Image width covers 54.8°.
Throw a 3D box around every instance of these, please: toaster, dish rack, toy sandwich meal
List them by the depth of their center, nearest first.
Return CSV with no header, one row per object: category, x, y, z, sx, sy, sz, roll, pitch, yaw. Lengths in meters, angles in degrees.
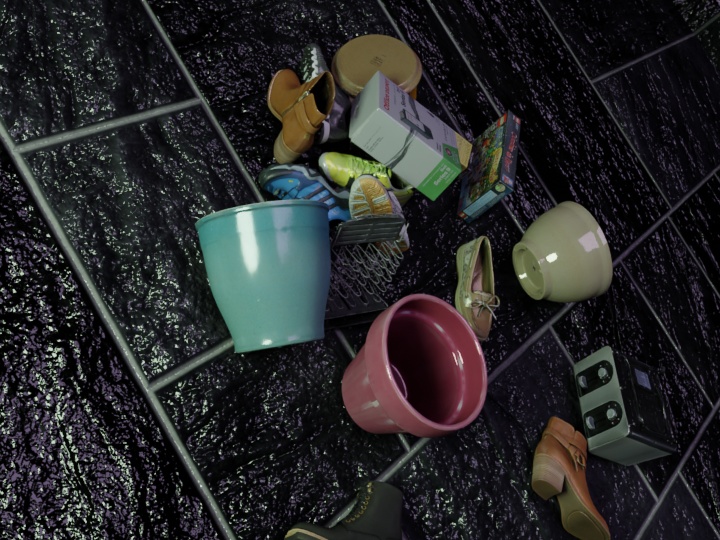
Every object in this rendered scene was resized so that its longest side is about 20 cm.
dish rack,0.000,0.000,1.095,0.150,0.203,0.055,-8,47,-38
toaster,0.518,0.268,1.359,0.197,0.118,0.185,22,51,-31
toy sandwich meal,0.033,-0.381,1.375,0.198,0.071,0.210,1,56,-1

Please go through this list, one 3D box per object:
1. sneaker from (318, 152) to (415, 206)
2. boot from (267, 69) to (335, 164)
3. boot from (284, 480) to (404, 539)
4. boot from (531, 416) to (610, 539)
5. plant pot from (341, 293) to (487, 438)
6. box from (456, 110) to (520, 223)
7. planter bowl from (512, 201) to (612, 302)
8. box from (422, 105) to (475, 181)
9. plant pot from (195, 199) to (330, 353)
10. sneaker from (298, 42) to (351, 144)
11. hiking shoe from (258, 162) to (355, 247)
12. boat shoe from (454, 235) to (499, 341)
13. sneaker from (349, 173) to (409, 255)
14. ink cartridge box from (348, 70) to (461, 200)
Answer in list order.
sneaker,0.014,-0.178,1.269,0.196,0.076,0.077,16,58,-30
boot,-0.101,-0.299,1.195,0.075,0.155,0.205,18,57,-26
boot,-0.017,0.352,0.985,0.198,0.077,0.141,34,44,-31
boot,0.394,0.378,1.262,0.201,0.073,0.156,48,42,-13
plant pot,0.067,0.164,1.061,0.196,0.178,0.205,16,57,-27
box,0.264,-0.214,1.429,0.037,0.136,0.204,28,53,-19
planter bowl,0.391,-0.021,1.404,0.132,0.201,0.205,-20,77,-12
box,0.147,-0.274,1.433,0.197,0.050,0.077,33,52,-19
plant pot,-0.127,0.015,1.003,0.196,0.198,0.194,-6,85,-37
sneaker,-0.062,-0.326,1.297,0.088,0.066,0.206,0,71,-31
hiking shoe,-0.081,-0.113,1.167,0.196,0.074,0.089,20,56,-27
boat shoe,0.223,0.032,1.319,0.072,0.062,0.205,13,60,-30
sneaker,0.028,-0.112,1.212,0.201,0.074,0.090,59,22,-53
ink cartridge box,0.081,-0.244,1.258,0.197,0.084,0.148,32,34,-24
